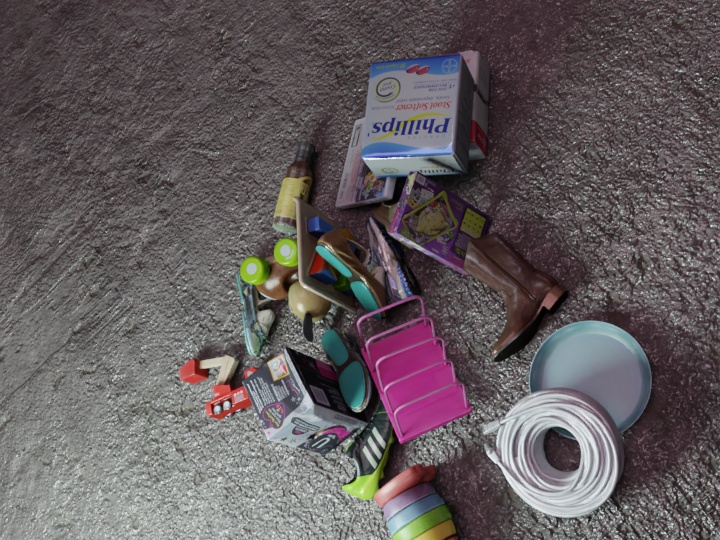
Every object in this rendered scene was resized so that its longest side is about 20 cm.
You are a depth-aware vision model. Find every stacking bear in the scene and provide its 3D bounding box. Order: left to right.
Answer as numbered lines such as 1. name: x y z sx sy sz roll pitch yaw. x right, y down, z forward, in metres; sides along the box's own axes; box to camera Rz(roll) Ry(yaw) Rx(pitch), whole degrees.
1. stacking bear: 0.116 0.441 1.326 0.113 0.121 0.201 -36 66 10

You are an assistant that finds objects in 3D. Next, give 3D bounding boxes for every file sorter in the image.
1. file sorter: 0.089 0.166 1.395 0.138 0.126 0.201 -22 54 -4

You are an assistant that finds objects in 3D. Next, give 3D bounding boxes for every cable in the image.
1. cable: 0.317 0.289 1.268 0.200 0.069 0.201 -41 69 25

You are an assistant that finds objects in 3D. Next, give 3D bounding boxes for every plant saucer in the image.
1. plant saucer: 0.380 0.183 1.320 0.199 0.027 0.202 -10 68 26

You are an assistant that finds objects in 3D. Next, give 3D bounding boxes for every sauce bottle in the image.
1. sauce bottle: -0.139 -0.182 1.724 0.064 0.065 0.201 5 76 30

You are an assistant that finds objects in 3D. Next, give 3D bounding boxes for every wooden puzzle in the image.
1. wooden puzzle: -0.058 -0.033 1.549 0.046 0.185 0.201 -21 62 25

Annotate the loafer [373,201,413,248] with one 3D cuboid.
1. loafer: 0.080 -0.097 1.523 0.068 0.076 0.200 -52 21 7

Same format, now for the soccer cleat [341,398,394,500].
1. soccer cleat: 0.018 0.311 1.440 0.080 0.068 0.201 14 78 1

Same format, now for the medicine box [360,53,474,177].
1. medicine box: 0.109 -0.285 1.491 0.181 0.103 0.202 0 74 21

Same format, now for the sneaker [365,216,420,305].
1. sneaker: 0.039 -0.016 1.558 0.085 0.077 0.201 -33 58 19

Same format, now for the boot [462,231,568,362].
1. boot: 0.239 0.041 1.425 0.186 0.064 0.200 -43 61 -8

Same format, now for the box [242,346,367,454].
1. box: -0.100 0.245 1.459 0.115 0.200 0.133 -38 57 13

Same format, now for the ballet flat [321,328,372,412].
1. ballet flat: -0.011 0.189 1.499 0.074 0.074 0.201 -37 46 12

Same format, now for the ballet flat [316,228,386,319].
1. ballet flat: 0.000 0.000 1.490 0.072 0.200 0.068 -48 16 -23

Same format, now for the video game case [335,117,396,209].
1. video game case: 0.025 -0.230 1.629 0.182 0.023 0.201 -5 69 56

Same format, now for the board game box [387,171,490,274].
1. board game box: 0.147 -0.084 1.451 0.032 0.199 0.121 1 68 53

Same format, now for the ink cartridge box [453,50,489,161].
1. ink cartridge box: 0.178 -0.320 1.589 0.144 0.083 0.201 -4 70 28

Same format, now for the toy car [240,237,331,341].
1. toy car: -0.120 0.056 1.578 0.157 0.164 0.201 -27 73 18

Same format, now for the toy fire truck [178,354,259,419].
1. toy fire truck: -0.279 0.230 1.655 0.199 0.049 0.142 -26 61 18

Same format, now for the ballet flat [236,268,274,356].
1. ballet flat: -0.214 0.078 1.660 0.074 0.074 0.201 -22 66 20
